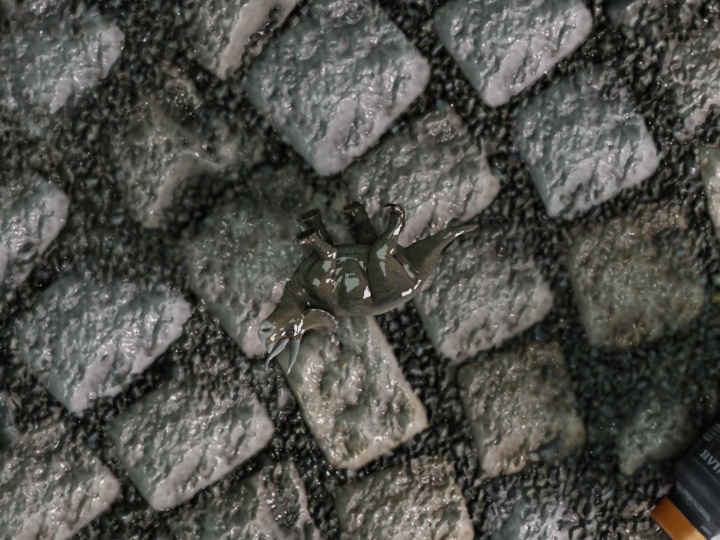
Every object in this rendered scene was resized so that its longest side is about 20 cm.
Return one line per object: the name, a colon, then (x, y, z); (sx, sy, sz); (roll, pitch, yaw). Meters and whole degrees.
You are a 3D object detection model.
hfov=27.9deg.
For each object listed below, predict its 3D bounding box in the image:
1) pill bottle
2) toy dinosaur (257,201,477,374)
pill bottle: (0.338, 0.164, 1.220); (0.200, 0.106, 0.106); (-44, 99, 2)
toy dinosaur: (0.000, 0.000, 1.198); (0.198, 0.077, 0.103); (-18, 111, -7)
